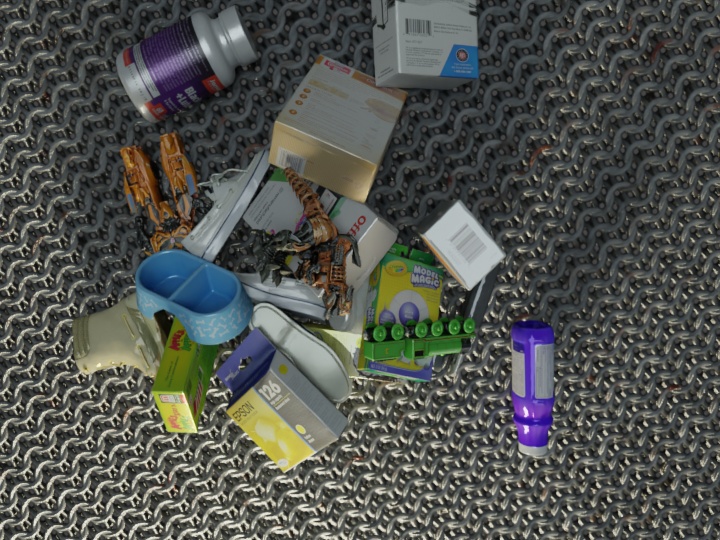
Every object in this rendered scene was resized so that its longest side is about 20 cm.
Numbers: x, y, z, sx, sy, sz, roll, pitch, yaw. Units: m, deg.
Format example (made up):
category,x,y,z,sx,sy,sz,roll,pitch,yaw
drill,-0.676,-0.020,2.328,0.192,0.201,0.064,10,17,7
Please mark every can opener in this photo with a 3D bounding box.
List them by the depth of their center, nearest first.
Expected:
category,x,y,z,sx,sy,sz,roll,pitch,yaw
can opener,0.162,0.070,0.987,0.065,0.053,0.206,17,95,-5

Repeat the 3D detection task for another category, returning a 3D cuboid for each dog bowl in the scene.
category,x,y,z,sx,sy,sz,roll,pitch,yaw
dog bowl,-0.251,0.032,0.908,0.195,0.112,0.051,21,140,22

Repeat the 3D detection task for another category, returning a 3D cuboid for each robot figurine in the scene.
category,x,y,z,sx,sy,sz,roll,pitch,yaw
robot figurine,-0.311,-0.107,0.985,0.141,0.058,0.206,-16,94,5

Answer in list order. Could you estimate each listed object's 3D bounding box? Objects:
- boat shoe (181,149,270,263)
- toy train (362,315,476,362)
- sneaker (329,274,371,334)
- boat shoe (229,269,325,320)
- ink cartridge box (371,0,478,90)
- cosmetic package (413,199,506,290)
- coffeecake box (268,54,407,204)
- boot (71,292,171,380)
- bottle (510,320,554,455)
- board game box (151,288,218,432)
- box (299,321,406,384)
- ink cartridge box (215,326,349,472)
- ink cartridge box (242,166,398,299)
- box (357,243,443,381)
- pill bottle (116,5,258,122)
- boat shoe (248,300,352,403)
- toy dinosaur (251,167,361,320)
category,x,y,z,sx,sy,sz,roll,pitch,yaw
boat shoe,-0.216,-0.116,0.957,0.085,0.074,0.205,33,82,-11
toy train,0.091,0.102,0.910,0.194,0.041,0.059,-1,93,-26
sneaker,0.000,0.000,0.986,0.087,0.074,0.207,13,78,-36
boat shoe,-0.141,0.025,0.993,0.194,0.074,0.067,17,79,-2
ink cartridge box,0.094,-0.383,0.909,0.142,0.084,0.207,-4,94,-25
cosmetic package,0.139,-0.043,0.904,0.071,0.200,0.102,-41,93,5
coffeecake box,-0.028,-0.212,0.898,0.150,0.203,0.074,22,137,0
boot,-0.377,0.149,1.004,0.151,0.073,0.206,-21,92,3
bottle,0.275,0.187,0.979,0.063,0.084,0.207,-2,94,2
board game box,-0.255,0.125,0.925,0.046,0.204,0.103,2,136,1
box,-0.017,0.133,1.001,0.193,0.050,0.078,6,95,2
ink cartridge box,-0.139,0.210,0.960,0.200,0.047,0.197,43,137,-3
ink cartridge box,-0.062,-0.069,0.927,0.200,0.084,0.146,43,98,27
box,0.066,0.060,0.949,0.114,0.048,0.207,14,75,-24
pill bottle,-0.259,-0.320,0.938,0.195,0.111,0.114,-25,94,4
boat shoe,-0.092,0.124,0.947,0.198,0.062,0.076,37,91,-2
toy dinosaur,-0.071,-0.033,0.836,0.132,0.103,0.205,-18,61,5
